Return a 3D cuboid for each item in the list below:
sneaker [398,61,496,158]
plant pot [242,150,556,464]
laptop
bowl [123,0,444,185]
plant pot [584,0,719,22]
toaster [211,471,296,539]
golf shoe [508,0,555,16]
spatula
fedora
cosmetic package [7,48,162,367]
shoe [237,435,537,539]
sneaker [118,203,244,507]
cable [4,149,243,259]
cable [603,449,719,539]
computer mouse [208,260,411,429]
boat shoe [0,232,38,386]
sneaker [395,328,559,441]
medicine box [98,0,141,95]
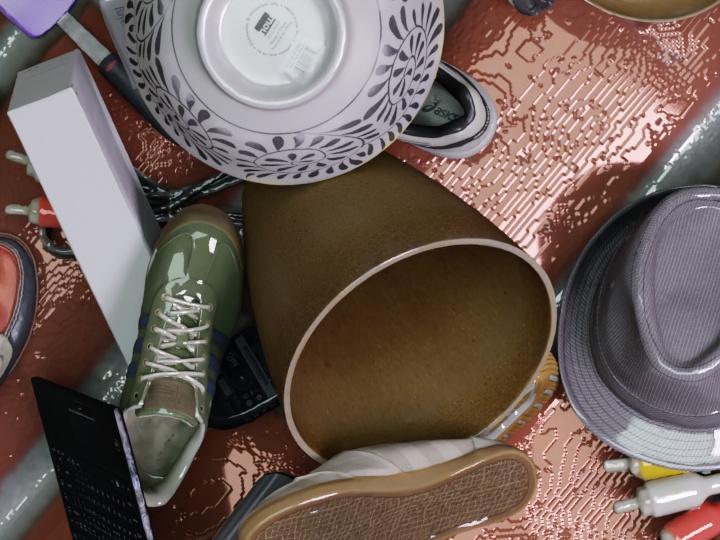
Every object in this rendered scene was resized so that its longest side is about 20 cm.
[{"bbox_3d":[-0.001,-0.138,1.285,0.200,0.088,0.076,18,92,6],"label":"sneaker"},{"bbox_3d":[0.000,0.000,1.233,0.186,0.186,0.200,-37,44,3],"label":"plant pot"},{"bbox_3d":[-0.207,0.187,1.239,0.103,0.177,0.200,-18,102,-25],"label":"laptop"},{"bbox_3d":[-0.050,-0.144,1.124,0.201,0.094,0.201,1,101,3],"label":"bowl"},{"bbox_3d":[0.188,-0.265,1.280,0.200,0.027,0.200,2,85,-20],"label":"plant pot"},{"bbox_3d":[-0.037,0.249,1.235,0.181,0.119,0.200,36,119,4],"label":"toaster"},{"bbox_3d":[0.081,-0.269,1.306,0.094,0.078,0.200,-11,99,34],"label":"golf shoe"},{"bbox_3d":[-0.190,-0.157,1.334,0.057,0.021,0.200,-46,75,1],"label":"spatula"},{"bbox_3d":[0.222,0.024,1.242,0.177,0.090,0.200,23,73,12],"label":"fedora"},{"bbox_3d":[-0.173,-0.040,1.264,0.051,0.083,0.200,-21,114,3],"label":"cosmetic package"},{"bbox_3d":[0.013,0.146,1.182,0.200,0.053,0.070,-11,115,-22],"label":"shoe"},{"bbox_3d":[-0.117,0.064,1.222,0.067,0.090,0.200,13,114,-11],"label":"sneaker"},{"bbox_3d":[-0.151,-0.047,1.319,0.200,0.050,0.097,10,88,5],"label":"cable"},{"bbox_3d":[0.270,0.138,1.272,0.200,0.050,0.097,-23,85,4],"label":"cable"},{"bbox_3d":[-0.030,0.051,1.321,0.200,0.034,0.059,-28,70,-2],"label":"computer mouse"},{"bbox_3d":[-0.286,0.067,1.322,0.071,0.063,0.200,25,89,7],"label":"boat shoe"},{"bbox_3d":[0.042,0.108,1.299,0.200,0.076,0.088,-43,67,1],"label":"sneaker"},{"bbox_3d":[-0.073,-0.233,1.255,0.200,0.103,0.182,-12,55,4],"label":"medicine box"}]
